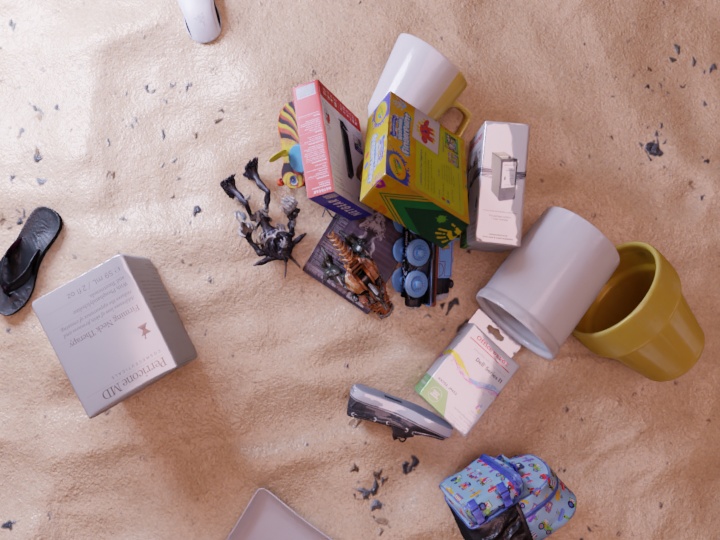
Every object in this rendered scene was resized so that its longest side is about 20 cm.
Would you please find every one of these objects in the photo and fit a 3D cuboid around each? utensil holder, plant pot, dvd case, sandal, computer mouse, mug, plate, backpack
[{"bbox_3d":[0.323,0.021,1.099,0.169,0.170,0.201,40,85,-1],"label":"utensil holder"},{"bbox_3d":[0.489,0.087,1.120,0.188,0.200,0.203,40,86,-17],"label":"plant pot"},{"bbox_3d":[0.004,-0.047,1.176,0.146,0.016,0.203,32,87,-1],"label":"dvd case"},{"bbox_3d":[-0.598,-0.020,1.126,0.074,0.048,0.205,24,86,-2],"label":"sandal"},{"bbox_3d":[-0.304,-0.520,1.166,0.107,0.044,0.206,-18,89,-5],"label":"computer mouse"},{"bbox_3d":[0.103,-0.296,1.133,0.184,0.149,0.155,35,94,6],"label":"mug"},{"bbox_3d":[-0.154,0.522,1.136,0.197,0.032,0.203,35,86,0],"label":"plate"},{"bbox_3d":[0.255,0.388,1.090,0.196,0.182,0.138,-27,95,-7],"label":"backpack"}]

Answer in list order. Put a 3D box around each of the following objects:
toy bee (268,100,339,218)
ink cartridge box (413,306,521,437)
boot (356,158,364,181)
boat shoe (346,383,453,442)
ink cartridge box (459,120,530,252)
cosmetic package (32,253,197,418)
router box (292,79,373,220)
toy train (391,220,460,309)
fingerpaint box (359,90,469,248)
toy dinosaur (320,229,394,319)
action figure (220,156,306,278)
[{"bbox_3d":[-0.115,-0.190,1.128,0.106,0.129,0.207,-7,84,36],"label":"toy bee"},{"bbox_3d":[0.202,0.177,1.152,0.116,0.067,0.201,39,86,0],"label":"ink cartridge box"},{"bbox_3d":[0.086,-0.159,1.119,0.196,0.075,0.076,-12,48,-39],"label":"boot"},{"bbox_3d":[0.066,0.269,1.142,0.195,0.070,0.068,21,94,-1],"label":"boat shoe"},{"bbox_3d":[0.234,-0.142,1.128,0.081,0.146,0.207,6,87,-1],"label":"ink cartridge box"},{"bbox_3d":[-0.401,0.103,1.073,0.164,0.166,0.204,-28,90,-4],"label":"cosmetic package"},{"bbox_3d":[-0.042,-0.194,1.079,0.047,0.199,0.186,-12,81,17],"label":"router box"},{"bbox_3d":[0.119,-0.034,1.142,0.111,0.086,0.207,-1,96,-22],"label":"toy train"},{"bbox_3d":[0.088,-0.161,1.023,0.164,0.073,0.204,26,46,-24],"label":"fingerpaint box"},{"bbox_3d":[0.000,0.000,1.094,0.100,0.136,0.204,-24,131,-18],"label":"toy dinosaur"},{"bbox_3d":[-0.167,-0.089,1.128,0.117,0.102,0.203,-32,88,-14],"label":"action figure"}]
